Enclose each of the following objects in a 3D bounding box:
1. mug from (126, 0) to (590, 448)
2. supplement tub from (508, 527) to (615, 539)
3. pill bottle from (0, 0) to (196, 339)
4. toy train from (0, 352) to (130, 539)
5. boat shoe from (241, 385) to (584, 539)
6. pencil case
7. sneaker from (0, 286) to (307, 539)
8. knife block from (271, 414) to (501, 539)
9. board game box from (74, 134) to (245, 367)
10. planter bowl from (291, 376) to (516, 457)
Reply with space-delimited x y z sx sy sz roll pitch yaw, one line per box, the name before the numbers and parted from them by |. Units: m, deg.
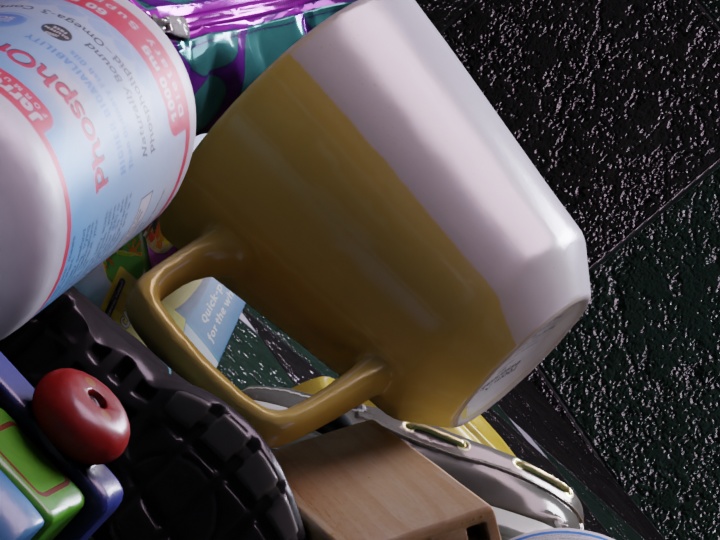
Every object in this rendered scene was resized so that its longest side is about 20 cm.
mug | 0.005 -0.002 1.271 0.153 0.187 0.149 46 -2 11
supplement tub | 0.095 0.197 1.379 0.132 0.132 0.200 46 5 -1
pill bottle | -0.143 -0.034 1.088 0.109 0.109 0.200 46 26 -1
toy train | -0.170 0.021 0.891 0.200 0.085 0.116 47 18 6
boat shoe | 0.020 0.107 1.512 0.201 0.072 0.060 24 41 -1
pencil case | -0.070 -0.100 1.270 0.200 0.092 0.085 -24 91 -54
sneaker | -0.092 0.063 1.202 0.200 0.075 0.079 47 2 4
knife block | -0.009 0.098 1.252 0.200 0.064 0.176 95 -27 -57
board game box | -0.122 -0.043 1.304 0.200 0.047 0.151 51 46 -34
planter bowl | 0.043 0.120 1.855 0.200 0.083 0.200 47 5 -5
